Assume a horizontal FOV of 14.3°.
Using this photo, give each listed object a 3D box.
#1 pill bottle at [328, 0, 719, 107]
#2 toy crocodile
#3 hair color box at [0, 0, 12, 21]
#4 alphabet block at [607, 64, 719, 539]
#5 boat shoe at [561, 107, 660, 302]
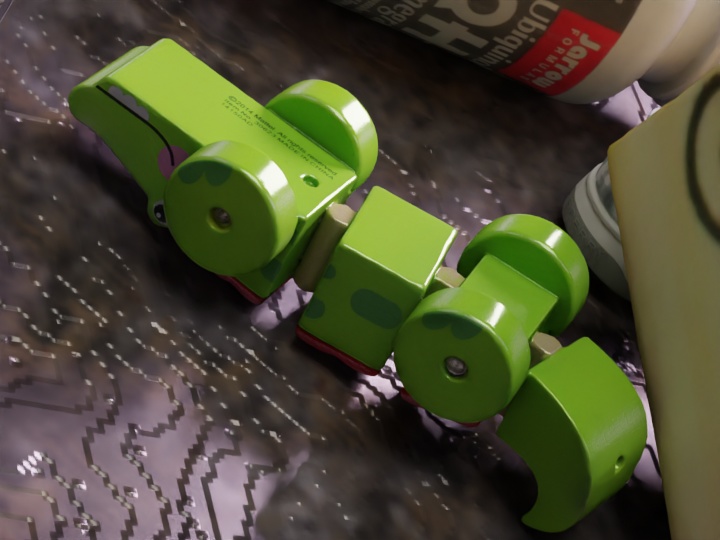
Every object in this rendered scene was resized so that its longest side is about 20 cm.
[{"bbox_3d":[0.055,-0.123,0.979,0.200,0.111,0.111,22,38,-18],"label":"pill bottle"},{"bbox_3d":[0.000,0.000,0.847,0.200,0.062,0.068,34,36,5],"label":"toy crocodile"},{"bbox_3d":[-0.180,-0.139,0.814,0.200,0.102,0.061,45,36,13],"label":"hair color box"},{"bbox_3d":[0.211,0.026,0.832,0.196,0.195,0.200,11,60,-33],"label":"alphabet block"},{"bbox_3d":[0.162,-0.024,0.992,0.202,0.065,0.074,4,46,-36],"label":"boat shoe"}]
